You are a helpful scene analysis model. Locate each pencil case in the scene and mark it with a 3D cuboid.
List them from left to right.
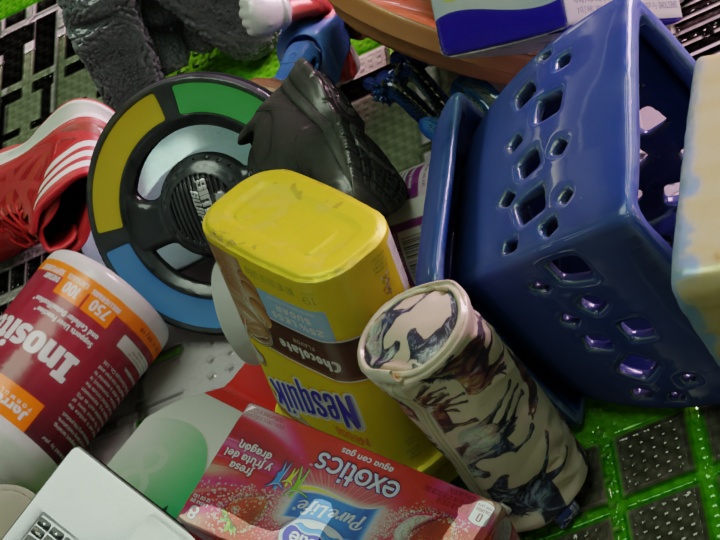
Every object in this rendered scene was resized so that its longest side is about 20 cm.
[{"bbox_3d":[0.071,0.089,1.511,0.078,0.200,0.090,-2,53,34],"label":"pencil case"}]

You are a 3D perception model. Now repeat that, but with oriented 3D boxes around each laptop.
[{"bbox_3d":[-0.192,0.234,1.569,0.187,0.116,0.200,36,84,18],"label":"laptop"}]

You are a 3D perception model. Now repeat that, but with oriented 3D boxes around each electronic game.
[{"bbox_3d":[-0.112,-0.049,1.803,0.200,0.200,0.042,-19,5,22],"label":"electronic game"}]

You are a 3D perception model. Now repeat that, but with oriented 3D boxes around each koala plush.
[{"bbox_3d":[-0.184,-0.256,2.059,0.177,0.184,0.200,-32,29,7],"label":"koala plush"}]

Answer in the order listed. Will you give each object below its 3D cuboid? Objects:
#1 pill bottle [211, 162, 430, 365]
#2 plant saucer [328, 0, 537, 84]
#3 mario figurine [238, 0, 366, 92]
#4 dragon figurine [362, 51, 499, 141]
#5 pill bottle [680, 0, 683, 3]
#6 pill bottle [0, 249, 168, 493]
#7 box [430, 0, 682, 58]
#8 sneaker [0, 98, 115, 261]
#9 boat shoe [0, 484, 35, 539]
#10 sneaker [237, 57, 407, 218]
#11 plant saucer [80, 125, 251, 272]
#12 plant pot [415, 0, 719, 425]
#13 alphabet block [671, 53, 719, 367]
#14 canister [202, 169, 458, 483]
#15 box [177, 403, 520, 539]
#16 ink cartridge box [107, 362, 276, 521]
[{"bbox_3d":[0.000,0.000,1.712,0.200,0.112,0.112,-18,44,20],"label":"pill bottle"},{"bbox_3d":[0.064,-0.180,1.793,0.200,0.200,0.032,37,113,49],"label":"plant saucer"},{"bbox_3d":[-0.047,-0.177,1.882,0.106,0.123,0.200,23,51,-2],"label":"mario figurine"},{"bbox_3d":[0.081,-0.101,1.757,0.059,0.099,0.200,-47,41,-9],"label":"dragon figurine"},{"bbox_3d":[0.152,-0.259,1.835,0.200,0.120,0.120,7,57,39],"label":"pill bottle"},{"bbox_3d":[-0.244,0.092,1.809,0.113,0.113,0.200,19,66,45],"label":"pill bottle"},{"bbox_3d":[0.121,-0.254,1.661,0.105,0.184,0.200,-12,90,33],"label":"box"},{"bbox_3d":[-0.270,-0.045,1.941,0.200,0.078,0.116,-45,25,37],"label":"sneaker"},{"bbox_3d":[-0.214,0.237,1.693,0.072,0.061,0.201,-13,46,-31],"label":"boat shoe"},{"bbox_3d":[-0.031,-0.070,1.676,0.091,0.076,0.200,-42,28,6],"label":"sneaker"},{"bbox_3d":[-0.133,-0.063,1.928,0.201,0.039,0.201,-20,44,20],"label":"plant saucer"},{"bbox_3d":[0.151,-0.025,1.568,0.180,0.200,0.200,-21,43,30],"label":"plant pot"},{"bbox_3d":[0.318,-0.023,1.437,0.200,0.196,0.195,-11,49,28],"label":"alphabet block"},{"bbox_3d":[-0.016,0.043,1.587,0.087,0.200,0.148,-39,41,-23],"label":"canister"},{"bbox_3d":[-0.001,0.174,1.531,0.200,0.100,0.096,20,67,29],"label":"box"},{"bbox_3d":[-0.080,0.121,1.713,0.161,0.050,0.200,23,70,46],"label":"ink cartridge box"}]
